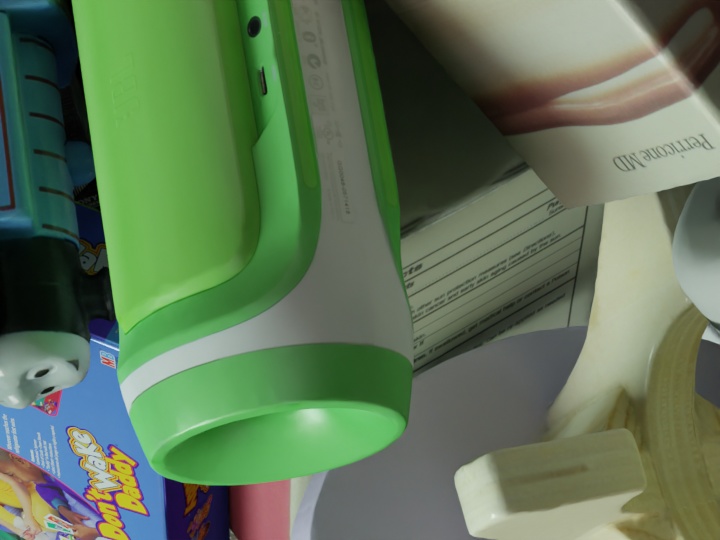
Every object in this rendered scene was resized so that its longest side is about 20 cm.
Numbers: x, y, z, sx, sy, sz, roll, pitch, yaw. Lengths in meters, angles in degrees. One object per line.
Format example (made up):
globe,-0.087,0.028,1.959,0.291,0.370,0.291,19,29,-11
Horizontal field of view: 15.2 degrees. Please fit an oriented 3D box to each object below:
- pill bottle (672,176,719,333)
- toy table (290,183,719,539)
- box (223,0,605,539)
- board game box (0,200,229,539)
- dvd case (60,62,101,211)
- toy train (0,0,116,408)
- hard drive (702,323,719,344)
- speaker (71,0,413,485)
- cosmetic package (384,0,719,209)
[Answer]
pill bottle,0.189,0.032,0.754,0.200,0.113,0.112,46,157,-15
toy table,0.090,0.068,0.833,0.185,0.199,0.117,64,150,8
box,0.000,0.000,0.922,0.109,0.127,0.201,50,156,29
board game box,-0.114,0.048,0.920,0.134,0.045,0.201,21,146,14
dvd case,-0.121,-0.108,0.937,0.146,0.022,0.201,-122,11,-84
toy train,-0.136,-0.040,0.802,0.087,0.113,0.201,89,171,-71
hard drive,0.112,-0.005,0.923,0.132,0.025,0.200,41,158,0
speaker,-0.038,-0.045,0.772,0.089,0.088,0.201,114,149,-67
cosmetic package,0.042,-0.121,0.738,0.200,0.087,0.103,46,155,-15
